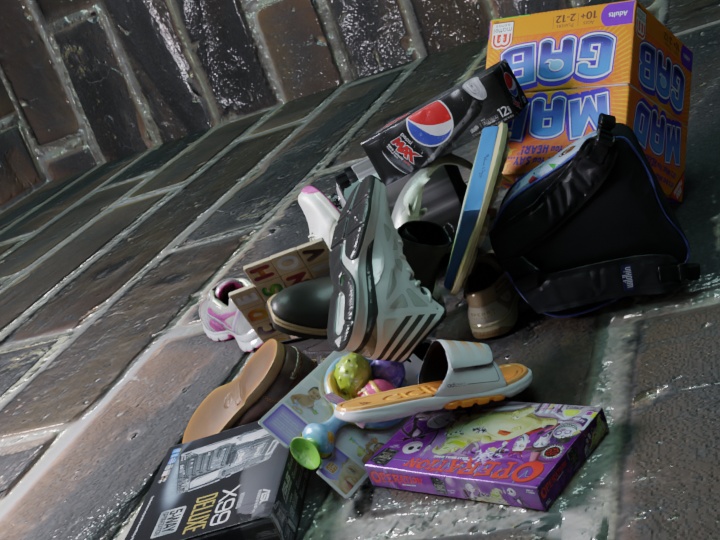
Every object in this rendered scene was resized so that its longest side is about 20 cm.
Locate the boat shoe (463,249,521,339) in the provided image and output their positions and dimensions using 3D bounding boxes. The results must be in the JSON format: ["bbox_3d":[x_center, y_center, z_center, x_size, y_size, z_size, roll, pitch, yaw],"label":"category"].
[{"bbox_3d":[0.160,0.009,1.252,0.070,0.065,0.200,-16,19,15],"label":"boat shoe"}]

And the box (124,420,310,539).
[{"bbox_3d":[-0.133,0.221,1.015,0.155,0.050,0.200,-18,18,12],"label":"box"}]

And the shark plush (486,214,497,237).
[{"bbox_3d":[0.234,-0.073,1.351,0.082,0.092,0.199,8,28,33],"label":"shark plush"}]

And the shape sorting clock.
[{"bbox_3d":[0.135,-0.069,1.185,0.039,0.203,0.200,14,24,4],"label":"shape sorting clock"}]

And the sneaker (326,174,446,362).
[{"bbox_3d":[0.031,0.005,1.088,0.076,0.114,0.203,-36,41,53],"label":"sneaker"}]

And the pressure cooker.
[{"bbox_3d":[0.050,-0.079,1.437,0.198,0.177,0.180,-24,49,-1],"label":"pressure cooker"}]

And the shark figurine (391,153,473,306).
[{"bbox_3d":[0.059,-0.060,1.293,0.126,0.218,0.089,15,-10,-26],"label":"shark figurine"}]

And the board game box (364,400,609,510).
[{"bbox_3d":[0.111,0.161,0.947,0.198,0.033,0.120,-3,30,44],"label":"board game box"}]

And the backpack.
[{"bbox_3d":[0.242,-0.050,1.146,0.189,0.202,0.154,-28,5,17],"label":"backpack"}]

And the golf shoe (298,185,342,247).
[{"bbox_3d":[-0.034,-0.008,1.318,0.091,0.202,0.075,-32,6,-12],"label":"golf shoe"}]

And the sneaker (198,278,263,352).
[{"bbox_3d":[-0.180,0.049,1.493,0.081,0.089,0.199,-31,20,-26],"label":"sneaker"}]

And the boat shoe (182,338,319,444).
[{"bbox_3d":[-0.119,0.152,1.134,0.200,0.070,0.071,-40,36,36],"label":"boat shoe"}]

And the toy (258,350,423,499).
[{"bbox_3d":[0.003,0.123,1.046,0.200,0.115,0.048,-42,-17,-41],"label":"toy"}]

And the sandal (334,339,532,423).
[{"bbox_3d":[0.071,0.099,0.993,0.203,0.060,0.079,-9,6,-20],"label":"sandal"}]

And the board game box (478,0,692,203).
[{"bbox_3d":[0.288,-0.202,1.329,0.198,0.204,0.199,1,-7,37],"label":"board game box"}]

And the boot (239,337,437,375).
[{"bbox_3d":[-0.028,0.112,1.174,0.198,0.070,0.173,-29,19,-27],"label":"boot"}]

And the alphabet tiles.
[{"bbox_3d":[-0.056,0.038,1.247,0.165,0.201,0.008,-19,50,8],"label":"alphabet tiles"}]

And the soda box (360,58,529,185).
[{"bbox_3d":[0.102,-0.180,1.279,0.198,0.064,0.071,-26,12,29],"label":"soda box"}]

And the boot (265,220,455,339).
[{"bbox_3d":[0.000,0.000,1.156,0.197,0.139,0.078,-10,54,-25],"label":"boot"}]
